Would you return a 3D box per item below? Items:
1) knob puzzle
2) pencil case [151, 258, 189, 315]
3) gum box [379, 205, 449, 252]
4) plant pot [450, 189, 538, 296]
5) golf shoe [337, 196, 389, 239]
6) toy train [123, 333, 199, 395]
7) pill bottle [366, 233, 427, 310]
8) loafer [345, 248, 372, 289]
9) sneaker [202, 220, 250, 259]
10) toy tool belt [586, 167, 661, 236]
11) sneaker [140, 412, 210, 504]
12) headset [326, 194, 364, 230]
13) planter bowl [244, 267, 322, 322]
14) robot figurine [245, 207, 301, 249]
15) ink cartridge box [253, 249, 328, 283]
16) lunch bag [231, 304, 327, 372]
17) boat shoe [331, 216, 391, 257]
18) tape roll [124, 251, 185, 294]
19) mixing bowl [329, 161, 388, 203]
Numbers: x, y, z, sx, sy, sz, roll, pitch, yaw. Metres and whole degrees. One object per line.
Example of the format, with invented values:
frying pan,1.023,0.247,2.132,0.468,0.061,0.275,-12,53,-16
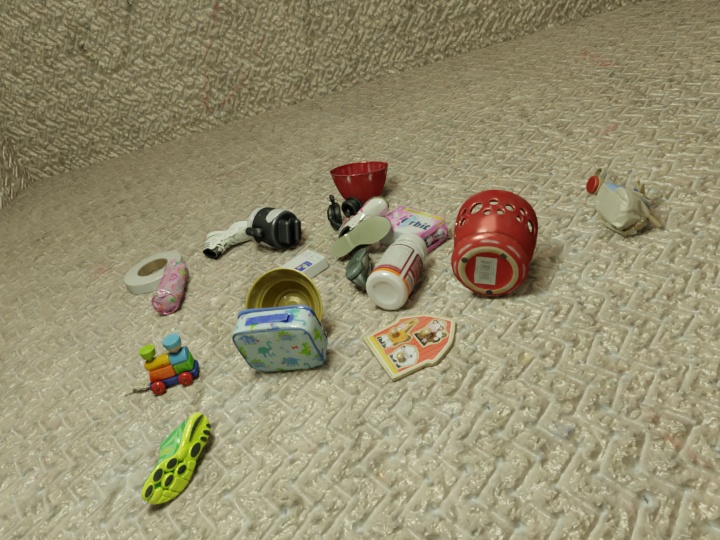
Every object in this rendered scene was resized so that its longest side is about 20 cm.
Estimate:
knob puzzle,0.121,0.146,1.379,0.215,0.031,0.221,-14,30,8
pencil case,-0.570,0.047,1.871,0.086,0.089,0.201,-15,31,5
gum box,0.147,-0.112,1.754,0.113,0.067,0.198,-36,34,-26
plant pot,0.311,-0.056,1.449,0.196,0.203,0.184,-5,39,21
golf shoe,0.009,-0.139,1.828,0.199,0.072,0.093,-37,18,38
toy train,-0.501,0.231,1.495,0.196,0.117,0.085,-18,29,0
pill bottle,0.097,-0.002,1.558,0.108,0.111,0.201,0,33,28
loafer,0.000,0.000,1.670,0.072,0.063,0.200,-39,11,16
sneaker,-0.433,-0.088,2.049,0.197,0.076,0.117,-17,37,19
toy tool belt,0.653,-0.166,1.544,0.120,0.127,0.201,11,30,-13
sneaker,-0.369,0.379,1.243,0.083,0.074,0.201,-27,23,39
headset,-0.054,-0.181,2.000,0.122,0.095,0.201,-22,45,-17
planter bowl,-0.177,0.097,1.527,0.196,0.205,0.083,-11,-5,12
robot figurine,-0.272,-0.132,1.968,0.198,0.150,0.127,12,70,41
ink cartridge box,-0.196,0.013,1.768,0.198,0.040,0.099,-32,33,-25
lunch bag,-0.178,0.151,1.397,0.196,0.162,0.084,-7,46,18
boat shoe,0.007,-0.096,1.766,0.198,0.072,0.062,-29,-6,25
tape roll,-0.677,0.004,2.048,0.199,0.038,0.204,-14,30,8
mixing bowl,0.002,-0.287,2.065,0.196,0.111,0.201,-7,20,3
